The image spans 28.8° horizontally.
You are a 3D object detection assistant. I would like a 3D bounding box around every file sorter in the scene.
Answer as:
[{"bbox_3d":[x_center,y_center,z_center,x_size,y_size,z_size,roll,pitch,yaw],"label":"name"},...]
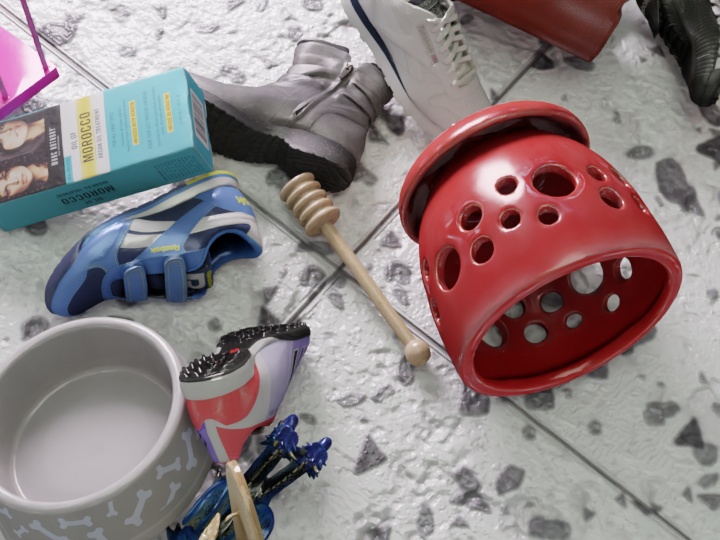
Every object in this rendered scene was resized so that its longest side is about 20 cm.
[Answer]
[{"bbox_3d":[-0.392,-0.185,1.208,0.139,0.126,0.200,35,64,27],"label":"file sorter"}]

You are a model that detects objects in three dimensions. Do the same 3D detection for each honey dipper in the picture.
[{"bbox_3d":[0.000,0.000,1.220,0.038,0.038,0.200,-31,72,-20],"label":"honey dipper"}]

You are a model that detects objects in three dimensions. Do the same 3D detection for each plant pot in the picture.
[{"bbox_3d":[0.139,-0.022,1.160,0.199,0.201,0.183,-16,56,-13],"label":"plant pot"},{"bbox_3d":[0.173,-0.309,1.320,0.194,0.201,0.202,30,63,1],"label":"plant pot"}]

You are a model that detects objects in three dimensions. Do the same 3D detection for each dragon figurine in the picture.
[{"bbox_3d":[-0.103,0.192,1.065,0.059,0.099,0.200,44,63,-2],"label":"dragon figurine"}]

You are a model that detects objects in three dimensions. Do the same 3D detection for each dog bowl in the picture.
[{"bbox_3d":[-0.212,0.123,1.085,0.198,0.059,0.201,-7,50,8],"label":"dog bowl"}]

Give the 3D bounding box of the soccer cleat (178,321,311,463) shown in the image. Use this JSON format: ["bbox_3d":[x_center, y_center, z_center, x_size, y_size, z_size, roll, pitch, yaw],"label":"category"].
[{"bbox_3d":[-0.086,0.089,1.109,0.068,0.200,0.074,-9,99,16],"label":"soccer cleat"}]

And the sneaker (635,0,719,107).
[{"bbox_3d":[0.312,-0.242,1.363,0.090,0.067,0.201,7,58,1],"label":"sneaker"}]

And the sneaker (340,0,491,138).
[{"bbox_3d":[0.064,-0.202,1.278,0.200,0.080,0.076,52,45,-6],"label":"sneaker"}]

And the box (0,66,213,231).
[{"bbox_3d":[-0.230,-0.104,1.201,0.198,0.049,0.083,-15,65,10],"label":"box"}]

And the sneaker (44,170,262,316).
[{"bbox_3d":[-0.172,-0.009,1.186,0.199,0.074,0.082,-30,71,-18],"label":"sneaker"}]

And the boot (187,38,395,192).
[{"bbox_3d":[-0.076,-0.162,1.285,0.199,0.070,0.132,25,59,-5],"label":"boot"}]

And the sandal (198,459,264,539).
[{"bbox_3d":[-0.099,0.237,0.997,0.069,0.213,0.078,-17,33,-14],"label":"sandal"}]
